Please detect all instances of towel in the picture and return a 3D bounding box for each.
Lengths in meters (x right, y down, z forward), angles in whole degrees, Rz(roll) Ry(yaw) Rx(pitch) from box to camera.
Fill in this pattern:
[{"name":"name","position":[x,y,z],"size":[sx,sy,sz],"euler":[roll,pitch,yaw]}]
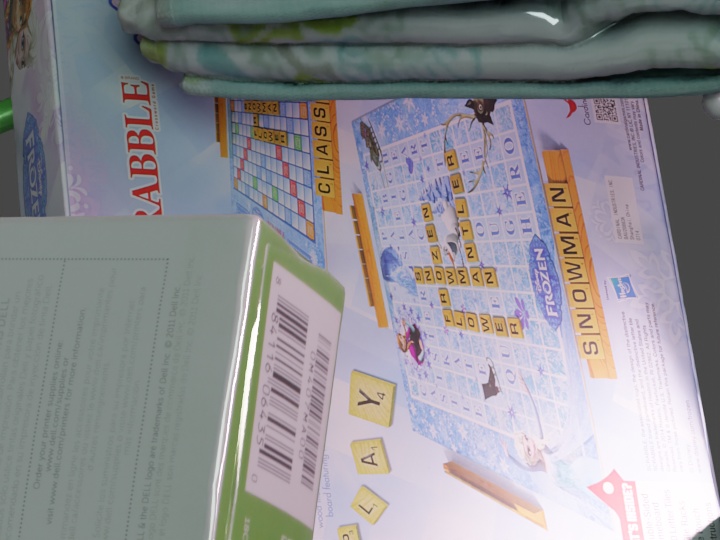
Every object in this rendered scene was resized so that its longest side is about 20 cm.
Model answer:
[{"name":"towel","position":[0.045,-0.118,0.759],"size":[0.198,0.048,0.172],"euler":[1,45,18]}]

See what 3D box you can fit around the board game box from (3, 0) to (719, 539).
[{"name":"board game box","position":[0.000,0.000,0.790],"size":[0.198,0.041,0.201],"euler":[4,64,-24]}]

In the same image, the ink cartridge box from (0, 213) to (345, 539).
[{"name":"ink cartridge box","position":[-0.109,0.044,0.691],"size":[0.198,0.059,0.105],"euler":[0,72,23]}]

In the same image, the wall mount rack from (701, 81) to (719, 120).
[{"name":"wall mount rack","position":[0.193,-0.026,0.734],"size":[0.173,0.075,0.201],"euler":[-28,79,-6]}]

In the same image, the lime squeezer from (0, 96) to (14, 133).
[{"name":"lime squeezer","position":[-0.064,-0.095,0.850],"size":[0.070,0.038,0.200],"euler":[37,72,0]}]
